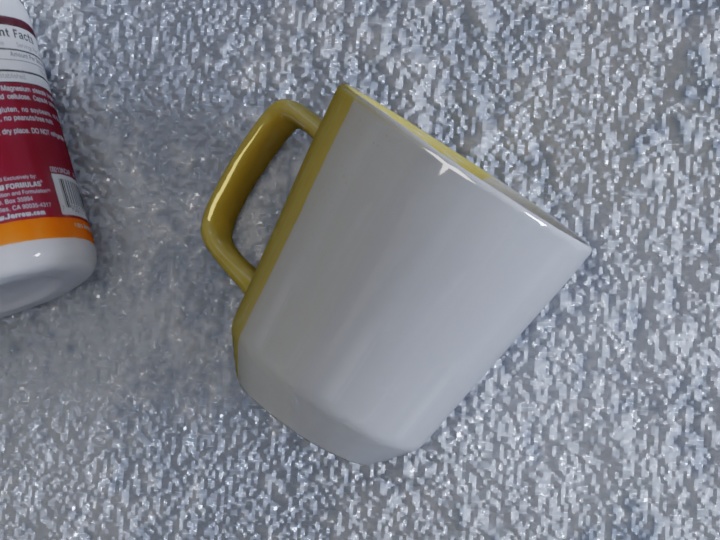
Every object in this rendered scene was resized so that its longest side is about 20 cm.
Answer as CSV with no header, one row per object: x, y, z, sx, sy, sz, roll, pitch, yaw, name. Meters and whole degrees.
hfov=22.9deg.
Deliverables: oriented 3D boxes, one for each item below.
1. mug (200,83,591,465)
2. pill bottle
0.008,0.005,0.901,0.149,0.187,0.154,30,97,-22,mug
-0.217,-0.079,0.937,0.112,0.113,0.201,-18,80,5,pill bottle
